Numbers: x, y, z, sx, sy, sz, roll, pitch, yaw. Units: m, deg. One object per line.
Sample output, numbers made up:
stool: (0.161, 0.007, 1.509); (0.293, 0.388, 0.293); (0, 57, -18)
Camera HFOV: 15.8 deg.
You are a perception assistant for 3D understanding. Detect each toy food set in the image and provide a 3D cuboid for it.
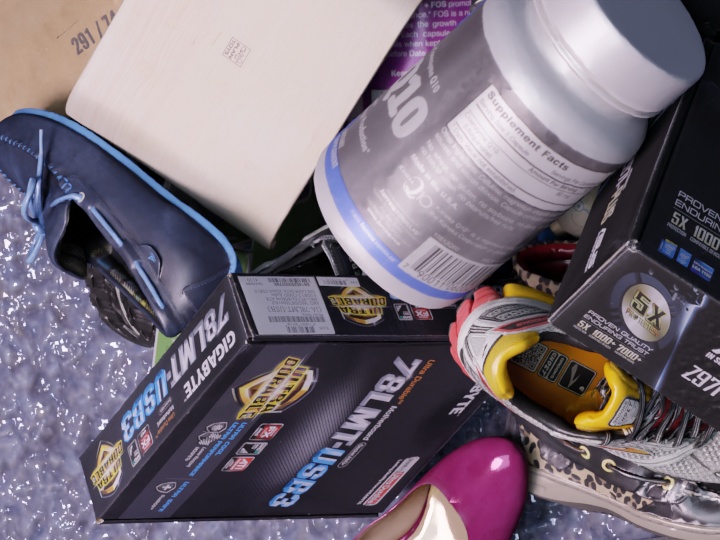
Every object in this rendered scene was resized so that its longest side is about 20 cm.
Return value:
toy food set: (-0.060, -0.127, 1.462); (0.143, 0.060, 0.200); (34, 111, 5)

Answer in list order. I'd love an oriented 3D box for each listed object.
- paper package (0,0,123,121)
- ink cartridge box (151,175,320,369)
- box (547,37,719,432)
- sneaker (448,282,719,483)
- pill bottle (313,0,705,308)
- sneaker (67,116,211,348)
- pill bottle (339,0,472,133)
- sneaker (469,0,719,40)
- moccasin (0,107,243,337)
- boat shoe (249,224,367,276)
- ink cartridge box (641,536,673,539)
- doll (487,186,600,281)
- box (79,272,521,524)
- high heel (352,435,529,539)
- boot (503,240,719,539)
paper package: (-0.172, -0.189, 1.597); (0.200, 0.103, 0.191); (-39, 82, 24)
ink cartridge box: (-0.076, 0.022, 1.584); (0.059, 0.104, 0.201); (12, 103, 22)
box: (0.221, 0.003, 1.369); (0.200, 0.164, 0.086); (33, 140, -8)
sneaker: (0.144, 0.074, 1.394); (0.199, 0.082, 0.078); (18, 104, -12)
pill bottle: (0.079, -0.079, 1.367); (0.200, 0.114, 0.114); (-41, 80, 30)
sneaker: (-0.129, -0.051, 1.579); (0.074, 0.079, 0.201); (22, 134, 24)
pill bottle: (0.038, -0.158, 1.500); (0.112, 0.112, 0.201); (1, 99, 25)
sneaker: (0.159, -0.168, 1.416); (0.199, 0.088, 0.076); (-12, 134, 19)
moccasin: (-0.155, -0.030, 1.482); (0.200, 0.068, 0.081); (31, 154, 36)
boat shoe: (-0.001, -0.002, 1.485); (0.199, 0.068, 0.074); (-21, 82, 2)
ink cartridge box: (0.170, 0.220, 1.522); (0.200, 0.068, 0.115); (-12, 94, 26)
doll: (0.075, 0.007, 1.544); (0.200, 0.048, 0.137); (-37, 90, 22)
box: (-0.029, 0.075, 1.468); (0.200, 0.198, 0.050); (-49, 49, 42)
high heel: (0.023, 0.172, 1.540); (0.067, 0.096, 0.200); (51, 130, 20)
boot: (0.170, 0.068, 1.480); (0.200, 0.073, 0.151); (12, 120, 29)
